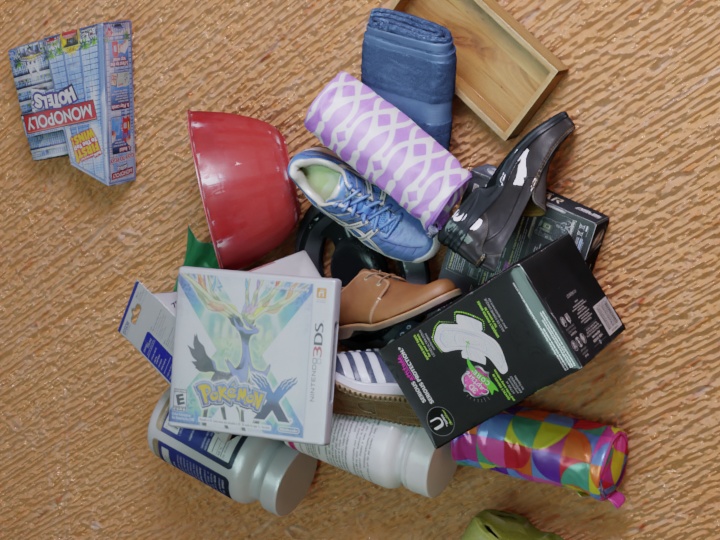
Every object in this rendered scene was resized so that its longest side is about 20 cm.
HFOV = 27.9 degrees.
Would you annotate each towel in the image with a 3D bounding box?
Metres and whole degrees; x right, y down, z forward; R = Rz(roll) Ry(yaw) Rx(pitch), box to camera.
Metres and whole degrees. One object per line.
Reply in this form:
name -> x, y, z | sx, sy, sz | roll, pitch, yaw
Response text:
towel -> 0.053, -0.184, 1.604 | 0.111, 0.049, 0.202 | 21, 128, 24

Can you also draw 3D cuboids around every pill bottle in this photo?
pill bottle -> -0.159, 0.222, 1.820 | 0.199, 0.115, 0.117 | 26, 114, 24
pill bottle -> 0.014, 0.188, 1.708 | 0.199, 0.113, 0.115 | 19, 111, 27

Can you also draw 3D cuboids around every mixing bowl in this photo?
mixing bowl -> -0.130, -0.100, 1.703 | 0.107, 0.200, 0.202 | -12, 97, -3

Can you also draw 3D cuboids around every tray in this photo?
tray -> 0.123, -0.247, 1.583 | 0.200, 0.037, 0.099 | 46, 121, 15

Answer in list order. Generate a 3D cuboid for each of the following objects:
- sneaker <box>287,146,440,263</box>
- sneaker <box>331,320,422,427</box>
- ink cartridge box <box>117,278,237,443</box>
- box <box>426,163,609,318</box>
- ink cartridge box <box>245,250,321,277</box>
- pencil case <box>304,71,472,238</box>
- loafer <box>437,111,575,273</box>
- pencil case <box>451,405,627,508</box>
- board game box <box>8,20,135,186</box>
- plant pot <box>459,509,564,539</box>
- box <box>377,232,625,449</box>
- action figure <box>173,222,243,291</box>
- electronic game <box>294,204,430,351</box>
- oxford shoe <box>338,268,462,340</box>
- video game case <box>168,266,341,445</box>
sneaker -> -0.001, -0.069, 1.618 | 0.199, 0.077, 0.076 | 31, 102, 14
sneaker -> 0.008, 0.107, 1.657 | 0.198, 0.109, 0.070 | 12, 143, 14
ink cartridge box -> -0.200, 0.101, 1.712 | 0.200, 0.039, 0.100 | 44, 134, 15
box -> 0.170, 0.005, 1.609 | 0.159, 0.043, 0.202 | 25, 113, 24
ink cartridge box -> -0.135, 0.068, 1.750 | 0.068, 0.116, 0.200 | 56, 136, 14
pencil case -> 0.030, -0.128, 1.573 | 0.200, 0.084, 0.086 | 42, 163, 6
loafer -> 0.168, -0.083, 1.530 | 0.072, 0.073, 0.200 | 41, 78, 4
pencil case -> 0.200, 0.201, 1.617 | 0.198, 0.088, 0.089 | 13, 108, 30
board game box -> -0.367, -0.204, 1.876 | 0.198, 0.062, 0.202 | -8, 97, 32
plant pot -> 0.155, 0.381, 1.640 | 0.199, 0.200, 0.186 | 26, 102, 24
box -> 0.149, 0.073, 1.524 | 0.199, 0.148, 0.125 | -33, 87, 32
action figure -> -0.204, 0.044, 1.842 | 0.118, 0.055, 0.201 | 42, 126, 15
electronic game -> 0.000, 0.000, 1.712 | 0.199, 0.041, 0.202 | 13, 112, 36
oxford shoe -> 0.027, 0.029, 1.628 | 0.199, 0.071, 0.072 | -14, 90, 40
video game case -> -0.120, 0.094, 1.626 | 0.198, 0.022, 0.184 | 4, 91, 22
